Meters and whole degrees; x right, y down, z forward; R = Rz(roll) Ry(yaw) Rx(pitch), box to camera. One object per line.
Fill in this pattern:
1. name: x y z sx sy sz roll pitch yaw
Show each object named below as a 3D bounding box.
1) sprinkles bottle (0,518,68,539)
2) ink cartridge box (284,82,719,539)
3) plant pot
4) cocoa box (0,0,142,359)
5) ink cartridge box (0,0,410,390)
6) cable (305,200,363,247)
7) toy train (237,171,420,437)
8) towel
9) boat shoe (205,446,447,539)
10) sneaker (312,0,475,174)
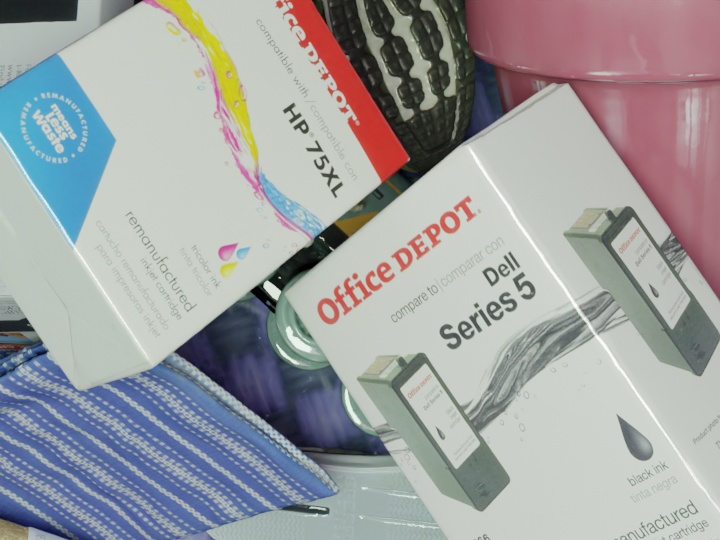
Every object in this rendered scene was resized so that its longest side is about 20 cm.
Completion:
1. sprinkles bottle: -0.131 0.174 0.788 0.199 0.068 0.069 23 92 -15
2. ink cartridge box: 0.080 0.046 0.684 0.201 0.084 0.145 55 136 3
3. plant pot: 0.149 -0.073 0.751 0.198 0.200 0.181 -4 109 0
4. cocoa box: -0.161 -0.067 0.735 0.132 0.131 0.202 -1 74 9
5. ink cartridge box: -0.062 -0.056 0.650 0.200 0.067 0.117 -41 102 -36
6. cable: -0.070 -0.102 0.735 0.097 0.050 0.201 -23 87 -35
7. toy train: 0.000 0.000 0.801 0.200 0.085 0.114 42 79 0
8. towel: -0.126 0.090 0.745 0.145 0.199 0.024 40 48 -29
9. boat shoe: 0.017 0.117 0.798 0.198 0.062 0.073 11 101 8
10. sneaker: -0.010 -0.135 0.792 0.076 0.089 0.201 -24 83 -24
